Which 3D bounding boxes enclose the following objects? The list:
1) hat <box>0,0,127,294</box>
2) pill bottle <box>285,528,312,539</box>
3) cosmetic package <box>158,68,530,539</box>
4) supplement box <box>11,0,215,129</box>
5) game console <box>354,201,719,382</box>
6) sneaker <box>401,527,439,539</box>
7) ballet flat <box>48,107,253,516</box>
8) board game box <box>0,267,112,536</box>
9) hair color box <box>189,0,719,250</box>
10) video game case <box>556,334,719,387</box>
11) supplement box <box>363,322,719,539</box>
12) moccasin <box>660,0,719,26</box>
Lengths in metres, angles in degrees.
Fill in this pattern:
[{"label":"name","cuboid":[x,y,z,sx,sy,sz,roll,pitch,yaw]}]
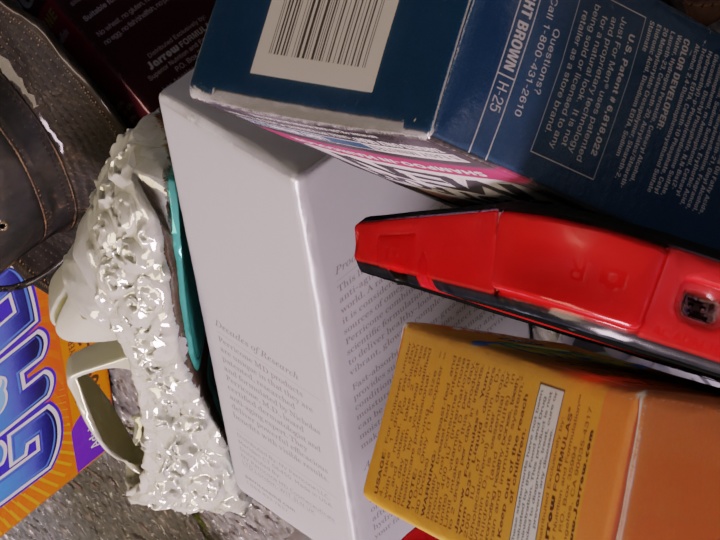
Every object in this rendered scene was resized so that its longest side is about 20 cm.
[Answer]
[{"label":"hat","cuboid":[-0.169,-0.044,1.040,0.201,0.081,0.201,40,153,25]},{"label":"pill bottle","cuboid":[0.044,0.182,1.062,0.200,0.113,0.113,44,153,-7]},{"label":"cosmetic package","cuboid":[0.000,0.000,0.950,0.071,0.101,0.200,32,146,33]},{"label":"supplement box","cuboid":[-0.098,-0.084,1.036,0.200,0.061,0.109,49,153,5]},{"label":"game console","cuboid":[0.109,0.018,0.741,0.200,0.031,0.177,18,179,-15]},{"label":"sneaker","cuboid":[0.061,0.135,0.938,0.115,0.078,0.200,21,153,13]},{"label":"ballet flat","cuboid":[-0.081,0.027,0.992,0.072,0.072,0.200,31,149,33]},{"label":"board game box","cuboid":[-0.260,0.025,1.255,0.200,0.200,0.200,35,149,27]},{"label":"hair color box","cuboid":[0.062,-0.039,0.737,0.200,0.061,0.100,20,176,-42]},{"label":"video game case","cuboid":[0.135,0.096,0.932,0.182,0.023,0.200,37,150,14]},{"label":"supplement box","cuboid":[0.066,0.059,0.805,0.200,0.066,0.069,-171,91,-71]},{"label":"moccasin","cuboid":[0.071,-0.159,0.696,0.202,0.078,0.074,61,166,-26]}]
